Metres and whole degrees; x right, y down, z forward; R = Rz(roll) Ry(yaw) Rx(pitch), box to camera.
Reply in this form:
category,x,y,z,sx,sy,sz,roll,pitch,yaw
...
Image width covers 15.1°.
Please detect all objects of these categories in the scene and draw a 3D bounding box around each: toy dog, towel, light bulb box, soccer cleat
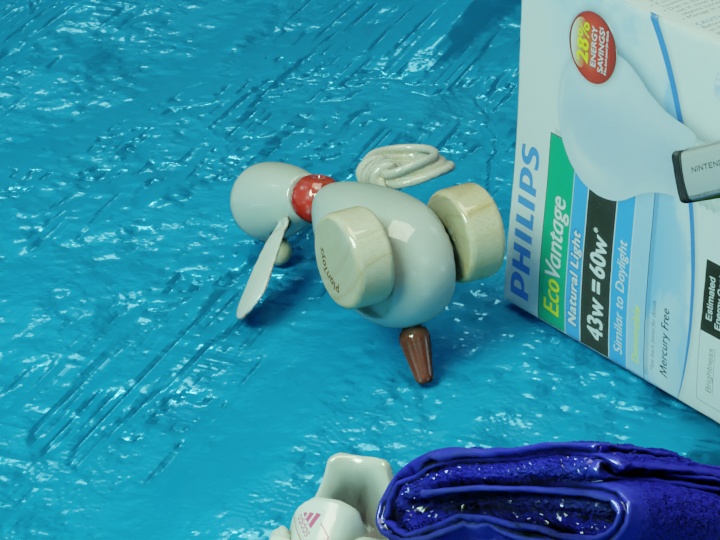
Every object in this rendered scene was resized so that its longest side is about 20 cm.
category,x,y,z,sx,sy,sz,roll,pitch,yaw
toy dog,0.000,0.000,1.411,0.131,0.097,0.200,-6,12,-8
towel,0.124,0.099,1.113,0.199,0.050,0.147,12,-10,-39
light bulb box,0.182,-0.052,1.369,0.124,0.200,0.200,-16,29,-33
soccer cleat,-0.026,0.145,1.093,0.069,0.087,0.200,7,27,11

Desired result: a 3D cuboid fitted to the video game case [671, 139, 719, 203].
category,x,y,z,sx,sy,sz,roll,pitch,yaw
video game case,0.267,-0.066,1.179,0.199,0.026,0.180,-10,-2,-36
